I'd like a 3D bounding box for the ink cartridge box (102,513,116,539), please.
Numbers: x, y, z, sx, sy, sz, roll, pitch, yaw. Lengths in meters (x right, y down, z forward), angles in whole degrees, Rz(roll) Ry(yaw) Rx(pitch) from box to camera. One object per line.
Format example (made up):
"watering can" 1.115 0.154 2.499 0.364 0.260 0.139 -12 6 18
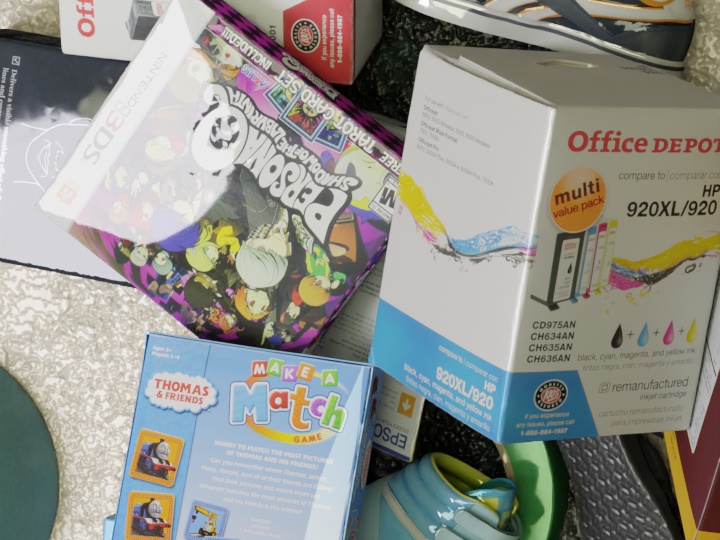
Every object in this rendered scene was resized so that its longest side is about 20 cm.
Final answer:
"ink cartridge box" -0.117 0.268 1.684 0.115 0.068 0.201 5 96 15

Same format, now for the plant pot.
"plant pot" -0.327 0.155 1.703 0.199 0.135 0.201 2 96 16

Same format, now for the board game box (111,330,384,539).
"board game box" -0.075 0.147 1.516 0.151 0.037 0.201 8 85 16

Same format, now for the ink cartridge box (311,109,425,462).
"ink cartridge box" 0.000 0.000 1.594 0.196 0.043 0.201 22 105 45

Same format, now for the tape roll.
"tape roll" 0.036 0.143 1.637 0.200 0.048 0.201 2 96 17

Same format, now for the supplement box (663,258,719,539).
"supplement box" 0.301 0.060 1.439 0.197 0.133 0.201 7 123 -6

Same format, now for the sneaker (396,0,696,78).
"sneaker" 0.118 -0.182 1.569 0.199 0.078 0.080 16 104 4

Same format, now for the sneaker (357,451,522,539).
"sneaker" 0.069 0.207 1.568 0.130 0.080 0.200 -35 86 18

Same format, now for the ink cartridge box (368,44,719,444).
"ink cartridge box" 0.115 -0.020 1.446 0.145 0.147 0.201 31 117 54

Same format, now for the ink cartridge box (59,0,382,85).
"ink cartridge box" -0.091 -0.208 1.565 0.199 0.084 0.145 7 119 13

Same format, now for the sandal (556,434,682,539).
"sandal" 0.171 0.132 1.586 0.075 0.048 0.201 -13 97 46

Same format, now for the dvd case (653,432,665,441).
"dvd case" 0.198 0.011 1.543 0.146 0.022 0.200 31 124 21

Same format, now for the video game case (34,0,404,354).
"video game case" -0.079 -0.051 1.542 0.200 0.036 0.181 39 111 5

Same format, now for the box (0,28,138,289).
"box" -0.183 -0.076 1.652 0.199 0.107 0.149 11 98 16
